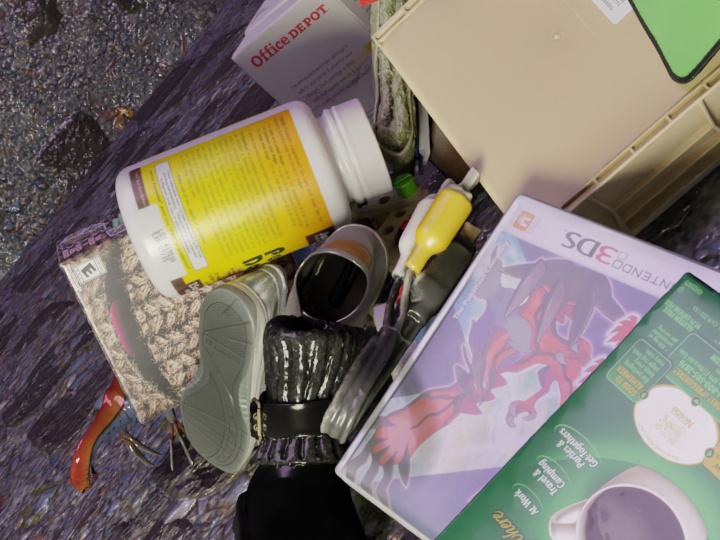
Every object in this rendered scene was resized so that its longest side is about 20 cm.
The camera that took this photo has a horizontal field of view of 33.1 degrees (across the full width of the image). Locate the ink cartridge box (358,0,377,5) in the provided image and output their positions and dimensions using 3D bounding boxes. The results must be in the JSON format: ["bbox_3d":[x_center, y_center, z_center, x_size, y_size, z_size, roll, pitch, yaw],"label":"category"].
[{"bbox_3d":[0.100,-0.246,0.864,0.199,0.050,0.161,-22,-19,-9],"label":"ink cartridge box"}]

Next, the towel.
[{"bbox_3d":[0.028,-0.179,1.041,0.148,0.036,0.201,74,-166,-81],"label":"towel"}]

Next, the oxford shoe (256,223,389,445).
[{"bbox_3d":[-0.036,0.060,0.898,0.201,0.075,0.058,-69,-13,16],"label":"oxford shoe"}]

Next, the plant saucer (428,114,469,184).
[{"bbox_3d":[0.072,-0.171,1.041,0.036,0.201,0.201,-2,25,-3],"label":"plant saucer"}]

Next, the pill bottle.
[{"bbox_3d":[-0.080,-0.062,0.942,0.199,0.110,0.109,-22,22,0],"label":"pill bottle"}]

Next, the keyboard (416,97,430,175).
[{"bbox_3d":[0.051,-0.186,1.045,0.056,0.011,0.201,83,-174,-76],"label":"keyboard"}]

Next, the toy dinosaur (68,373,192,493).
[{"bbox_3d":[-0.225,0.124,1.155,0.181,0.200,0.105,-24,-21,-48],"label":"toy dinosaur"}]

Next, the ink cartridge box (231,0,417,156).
[{"bbox_3d":[0.006,-0.222,1.216,0.147,0.200,0.145,-28,28,42],"label":"ink cartridge box"}]

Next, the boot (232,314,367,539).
[{"bbox_3d":[-0.030,0.115,0.765,0.211,0.079,0.159,-152,75,-70],"label":"boot"}]

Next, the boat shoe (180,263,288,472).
[{"bbox_3d":[-0.097,0.084,0.983,0.065,0.074,0.203,-36,-33,-44],"label":"boat shoe"}]

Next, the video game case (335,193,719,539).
[{"bbox_3d":[0.098,0.067,0.649,0.182,0.023,0.200,27,81,47],"label":"video game case"}]

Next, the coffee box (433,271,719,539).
[{"bbox_3d":[0.126,0.109,0.547,0.200,0.044,0.123,-48,42,2],"label":"coffee box"}]

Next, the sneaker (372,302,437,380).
[{"bbox_3d":[0.061,0.059,0.816,0.082,0.074,0.200,-18,16,-4],"label":"sneaker"}]

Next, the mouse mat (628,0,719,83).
[{"bbox_3d":[0.176,-0.226,0.672,0.201,0.007,0.161,68,152,23],"label":"mouse mat"}]

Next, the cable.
[{"bbox_3d":[0.016,0.026,0.733,0.200,0.050,0.097,-52,-4,-34],"label":"cable"}]

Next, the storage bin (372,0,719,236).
[{"bbox_3d":[0.143,-0.137,0.787,0.198,0.094,0.200,-41,61,16],"label":"storage bin"}]

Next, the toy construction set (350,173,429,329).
[{"bbox_3d":[0.000,0.000,0.983,0.131,0.092,0.201,7,62,38],"label":"toy construction set"}]

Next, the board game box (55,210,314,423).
[{"bbox_3d":[-0.141,0.010,1.064,0.199,0.160,0.097,-27,18,-9],"label":"board game box"}]
